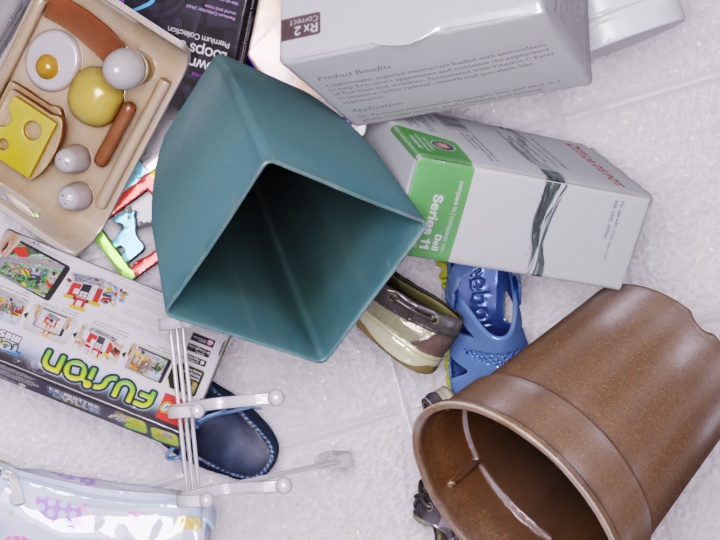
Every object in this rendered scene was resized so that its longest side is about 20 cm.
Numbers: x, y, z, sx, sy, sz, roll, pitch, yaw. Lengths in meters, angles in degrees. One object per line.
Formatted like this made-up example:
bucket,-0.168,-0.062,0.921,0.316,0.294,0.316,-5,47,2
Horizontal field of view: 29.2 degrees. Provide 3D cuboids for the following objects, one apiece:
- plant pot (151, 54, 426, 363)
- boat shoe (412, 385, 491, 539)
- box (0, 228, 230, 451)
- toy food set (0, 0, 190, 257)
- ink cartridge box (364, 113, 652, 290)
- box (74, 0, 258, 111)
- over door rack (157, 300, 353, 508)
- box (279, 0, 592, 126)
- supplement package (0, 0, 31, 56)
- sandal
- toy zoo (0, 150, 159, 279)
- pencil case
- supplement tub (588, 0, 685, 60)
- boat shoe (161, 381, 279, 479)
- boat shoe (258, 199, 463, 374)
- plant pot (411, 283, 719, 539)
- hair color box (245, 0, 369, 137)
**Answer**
plant pot,-0.071,-0.063,1.034,0.141,0.200,0.142,20,119,-33
boat shoe,0.076,0.200,1.161,0.064,0.072,0.201,-14,97,-8
box,-0.212,0.054,1.095,0.199,0.035,0.110,23,59,-2
toy food set,-0.240,-0.132,1.102,0.143,0.060,0.201,33,104,6
ink cartridge box,0.108,-0.060,1.097,0.199,0.147,0.084,9,110,-17
box,-0.150,-0.233,1.110,0.142,0.036,0.201,17,107,12
over door rack,-0.069,0.097,1.091,0.066,0.200,0.149,-5,90,37
box,0.056,-0.232,1.014,0.198,0.131,0.201,-7,72,23
supplement package,-0.327,-0.289,1.112,0.155,0.111,0.201,29,88,-3
sandal,0.107,0.055,1.155,0.079,0.087,0.201,-14,93,-5
toy zoo,-0.184,-0.078,1.166,0.200,0.020,0.131,-36,92,-3
pencil case,-0.220,0.208,1.134,0.199,0.083,0.091,11,112,-5
supplement tub,0.174,-0.277,1.135,0.131,0.132,0.201,-19,91,-3
boat shoe,-0.159,0.116,1.145,0.199,0.069,0.084,28,88,-3
boat shoe,0.000,0.000,1.142,0.200,0.073,0.065,39,107,2
plant pot,0.179,0.126,1.068,0.198,0.200,0.201,-38,93,-30
hair color box,-0.045,-0.197,1.155,0.109,0.065,0.201,-32,91,-2
